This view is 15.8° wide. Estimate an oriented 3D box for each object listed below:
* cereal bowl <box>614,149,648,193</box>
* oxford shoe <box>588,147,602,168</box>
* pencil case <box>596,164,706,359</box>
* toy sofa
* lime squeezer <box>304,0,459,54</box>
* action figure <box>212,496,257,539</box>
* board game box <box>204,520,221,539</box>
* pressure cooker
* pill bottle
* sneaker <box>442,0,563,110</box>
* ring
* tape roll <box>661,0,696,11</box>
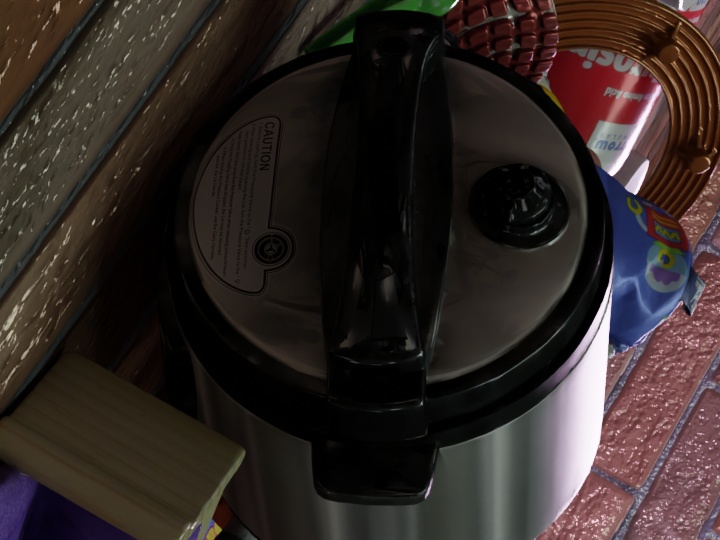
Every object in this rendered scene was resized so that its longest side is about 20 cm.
[{"bbox_3d":[0.152,-0.023,2.118,0.201,0.083,0.200,-59,171,-15],"label":"cereal bowl"},{"bbox_3d":[0.053,0.025,1.273,0.071,0.073,0.202,4,-104,60],"label":"oxford shoe"},{"bbox_3d":[0.064,-0.025,1.178,0.078,0.199,0.087,-30,-135,38],"label":"pencil case"},{"bbox_3d":[-0.122,0.140,0.992,0.098,0.082,0.201,-52,169,-51],"label":"toy sofa"},{"bbox_3d":[0.034,-0.158,1.145,0.201,0.038,0.071,-58,140,-16],"label":"lime squeezer"},{"bbox_3d":[-0.017,0.113,1.126,0.194,0.200,0.105,-46,-170,-13],"label":"action figure"},{"bbox_3d":[-0.066,0.146,1.289,0.200,0.044,0.135,-56,143,-32],"label":"board game box"},{"bbox_3d":[0.013,0.008,1.006,0.178,0.176,0.201,-35,154,-18],"label":"pressure cooker"},{"bbox_3d":[0.118,-0.122,1.466,0.201,0.112,0.112,-65,171,24],"label":"pill bottle"},{"bbox_3d":[0.053,-0.118,1.267,0.200,0.077,0.083,76,0,-63],"label":"sneaker"},{"bbox_3d":[0.109,-0.064,1.418,0.019,0.199,0.201,-110,-144,-48],"label":"ring"},{"bbox_3d":[0.112,-0.220,0.998,0.204,0.138,0.203,-59,172,-14],"label":"tape roll"}]
